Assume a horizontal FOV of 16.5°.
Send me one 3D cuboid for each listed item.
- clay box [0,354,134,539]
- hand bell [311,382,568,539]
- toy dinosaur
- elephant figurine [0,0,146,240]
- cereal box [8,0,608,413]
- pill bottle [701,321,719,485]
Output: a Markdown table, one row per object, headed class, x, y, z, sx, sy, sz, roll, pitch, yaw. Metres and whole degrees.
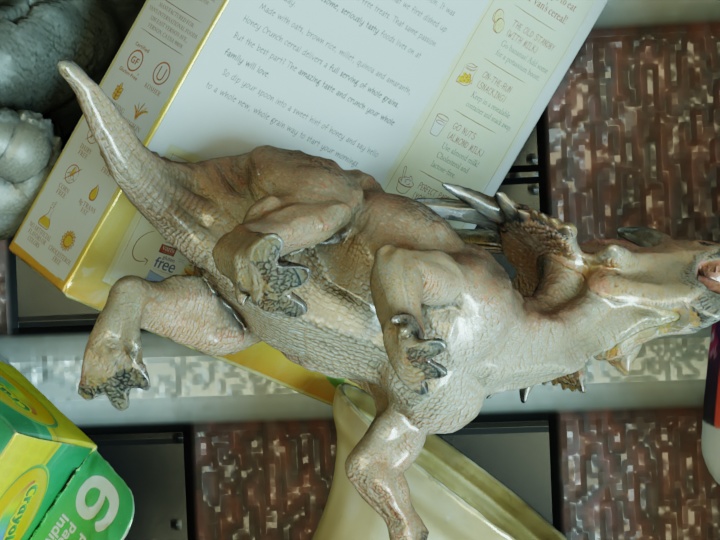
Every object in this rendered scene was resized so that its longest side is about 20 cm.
| class | x | y | z | sx | sy | sz | roll | pitch | yaw |
| --- | --- | --- | --- | --- | --- | --- | --- | --- | --- |
| clay box | -0.170 | 0.058 | 0.795 | 0.200 | 0.048 | 0.115 | 39 | 99 | 31 |
| hand bell | -0.022 | 0.147 | 0.779 | 0.104 | 0.104 | 0.200 | 36 | 94 | 7 |
| toy dinosaur | 0.000 | 0.000 | 0.701 | 0.199 | 0.136 | 0.086 | 31 | 125 | -5 |
| elephant figurine | -0.083 | -0.105 | 0.783 | 0.200 | 0.155 | 0.142 | -40 | 121 | -17 |
| cereal box | -0.002 | -0.065 | 0.762 | 0.039 | 0.144 | 0.201 | 34 | 96 | 44 |
| pill bottle | 0.161 | 0.017 | 0.748 | 0.111 | 0.111 | 0.201 | 5 | 91 | 9 |
